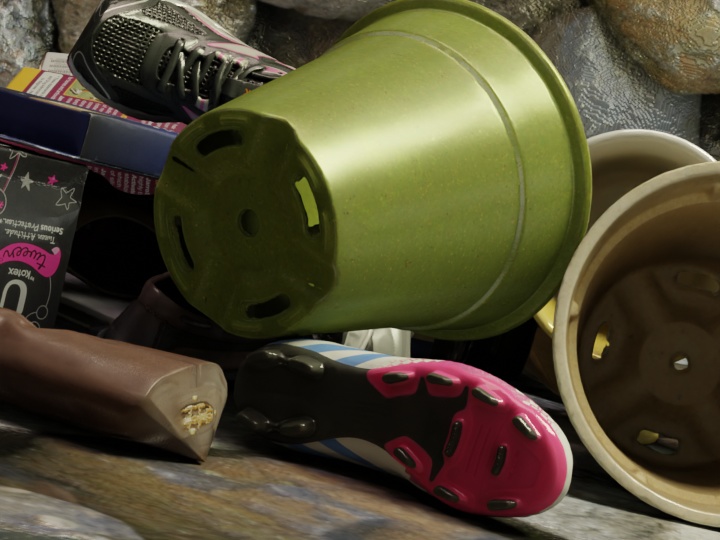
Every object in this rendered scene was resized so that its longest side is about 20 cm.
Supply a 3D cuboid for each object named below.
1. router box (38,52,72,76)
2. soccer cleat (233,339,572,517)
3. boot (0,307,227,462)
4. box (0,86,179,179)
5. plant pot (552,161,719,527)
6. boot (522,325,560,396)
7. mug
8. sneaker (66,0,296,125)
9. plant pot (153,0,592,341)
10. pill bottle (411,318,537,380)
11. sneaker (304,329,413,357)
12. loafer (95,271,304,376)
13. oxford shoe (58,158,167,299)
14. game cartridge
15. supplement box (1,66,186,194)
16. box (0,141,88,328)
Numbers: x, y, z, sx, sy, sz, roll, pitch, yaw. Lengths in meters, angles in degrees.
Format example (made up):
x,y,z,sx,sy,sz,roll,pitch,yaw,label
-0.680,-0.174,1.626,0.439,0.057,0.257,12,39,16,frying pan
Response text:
x,y,z,sx,sy,sz,roll,pitch,yaw,label
-0.148,-0.089,1.971,0.200,0.049,0.180,4,-40,8,router box
0.031,0.073,1.250,0.200,0.070,0.086,15,6,32,soccer cleat
-0.173,0.043,1.172,0.200,0.064,0.186,19,9,20,boot
-0.149,-0.076,1.471,0.200,0.032,0.121,12,4,-45,box
0.198,0.049,1.429,0.200,0.201,0.183,13,-7,-2,plant pot
0.162,0.055,1.813,0.200,0.073,0.155,21,3,30,boot
0.167,0.000,1.608,0.149,0.187,0.153,29,4,3,mug
-0.079,-0.115,1.531,0.200,0.080,0.086,18,0,-27,sneaker
-0.008,-0.042,1.342,0.200,0.200,0.190,16,19,33,plant pot
0.016,0.013,1.664,0.200,0.112,0.112,12,5,-7,pill bottle
0.000,0.000,1.567,0.079,0.200,0.074,32,-47,-31,sneaker
-0.076,0.021,1.386,0.072,0.063,0.200,37,25,16,loafer
-0.122,-0.007,1.518,0.200,0.073,0.084,9,26,-41,oxford shoe
-0.139,0.033,1.506,0.130,0.038,0.200,14,3,-38,game cartridge
-0.183,-0.067,1.848,0.200,0.103,0.131,12,29,9,supplement box
-0.277,-0.029,1.376,0.200,0.115,0.132,11,4,-43,box
